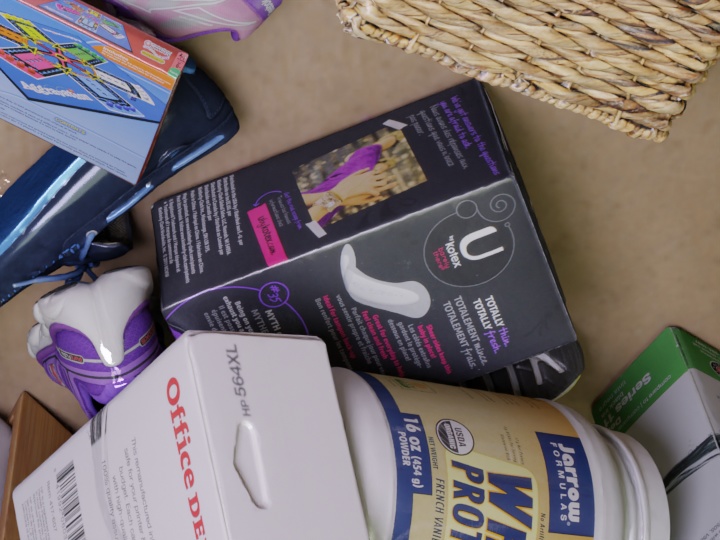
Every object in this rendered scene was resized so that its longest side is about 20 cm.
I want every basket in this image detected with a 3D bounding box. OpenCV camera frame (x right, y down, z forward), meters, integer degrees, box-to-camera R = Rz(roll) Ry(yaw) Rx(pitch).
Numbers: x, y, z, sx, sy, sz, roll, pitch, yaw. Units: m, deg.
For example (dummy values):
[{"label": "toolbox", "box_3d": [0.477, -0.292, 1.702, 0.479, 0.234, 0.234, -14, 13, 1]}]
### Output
[{"label": "basket", "box_3d": [0.095, -0.179, 1.048, 0.200, 0.143, 0.149, 17, 126, -23]}]

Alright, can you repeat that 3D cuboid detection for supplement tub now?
[{"label": "supplement tub", "box_3d": [0.048, 0.133, 1.139, 0.200, 0.144, 0.144, 10, 123, -30]}]

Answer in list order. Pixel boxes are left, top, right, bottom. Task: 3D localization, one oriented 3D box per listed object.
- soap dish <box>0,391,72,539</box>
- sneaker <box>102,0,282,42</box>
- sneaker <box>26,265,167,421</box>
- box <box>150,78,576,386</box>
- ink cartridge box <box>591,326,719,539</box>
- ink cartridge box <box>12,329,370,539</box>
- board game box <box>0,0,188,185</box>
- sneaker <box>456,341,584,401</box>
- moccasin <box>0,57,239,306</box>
[{"label": "soap dish", "box_3d": [-0.211, 0.189, 1.224, 0.081, 0.200, 0.157, 21, 119, -16]}, {"label": "sneaker", "box_3d": [-0.110, -0.154, 1.066, 0.200, 0.081, 0.088, 4, 141, -35]}, {"label": "sneaker", "box_3d": [-0.138, 0.057, 1.167, 0.081, 0.200, 0.084, -15, 81, -5]}, {"label": "box", "box_3d": [0.000, 0.000, 1.182, 0.200, 0.106, 0.122, -20, 126, 6]}, {"label": "ink cartridge box", "box_3d": [0.228, 0.146, 1.251, 0.147, 0.200, 0.083, 31, 115, -24]}, {"label": "ink cartridge box", "box_3d": [-0.085, 0.136, 1.070, 0.084, 0.146, 0.200, 4, 151, -35]}, {"label": "board game box", "box_3d": [-0.188, -0.117, 1.067, 0.200, 0.019, 0.103, 26, 148, -3]}, {"label": "sneaker", "box_3d": [0.034, 0.078, 1.269, 0.200, 0.078, 0.090, -16, 155, -5]}, {"label": "moccasin", "box_3d": [-0.147, -0.029, 1.160, 0.200, 0.080, 0.068, -41, 115, 20]}]
